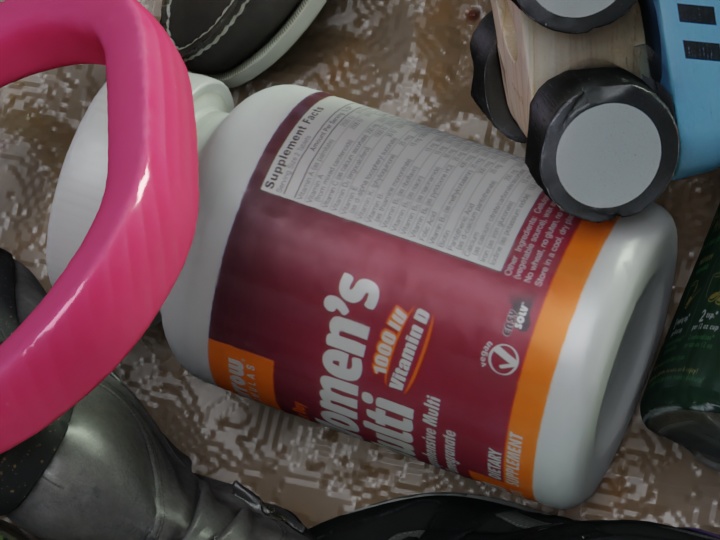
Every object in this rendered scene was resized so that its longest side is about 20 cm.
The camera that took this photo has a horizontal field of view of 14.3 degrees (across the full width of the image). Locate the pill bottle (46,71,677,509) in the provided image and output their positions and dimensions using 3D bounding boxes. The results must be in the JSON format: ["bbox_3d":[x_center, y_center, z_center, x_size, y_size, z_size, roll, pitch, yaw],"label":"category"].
[{"bbox_3d":[0.000,0.000,0.987,0.199,0.110,0.110,19,80,15],"label":"pill bottle"}]

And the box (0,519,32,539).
[{"bbox_3d":[-0.185,0.162,0.962,0.036,0.144,0.200,31,83,17],"label":"box"}]

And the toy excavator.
[{"bbox_3d":[0.129,-0.133,0.931,0.199,0.100,0.195,-14,114,-8],"label":"toy excavator"}]

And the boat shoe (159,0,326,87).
[{"bbox_3d":[-0.028,-0.154,1.013,0.202,0.060,0.072,-59,45,27],"label":"boat shoe"}]

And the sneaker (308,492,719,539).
[{"bbox_3d":[0.055,0.106,0.960,0.199,0.088,0.076,0,76,11],"label":"sneaker"}]

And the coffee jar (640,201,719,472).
[{"bbox_3d":[0.169,-0.026,0.964,0.085,0.104,0.201,23,81,-4],"label":"coffee jar"}]

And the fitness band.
[{"bbox_3d":[-0.118,-0.019,0.926,0.143,0.037,0.200,-31,35,16],"label":"fitness band"}]

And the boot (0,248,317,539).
[{"bbox_3d":[-0.087,0.065,0.988,0.131,0.200,0.070,31,100,-20],"label":"boot"}]
